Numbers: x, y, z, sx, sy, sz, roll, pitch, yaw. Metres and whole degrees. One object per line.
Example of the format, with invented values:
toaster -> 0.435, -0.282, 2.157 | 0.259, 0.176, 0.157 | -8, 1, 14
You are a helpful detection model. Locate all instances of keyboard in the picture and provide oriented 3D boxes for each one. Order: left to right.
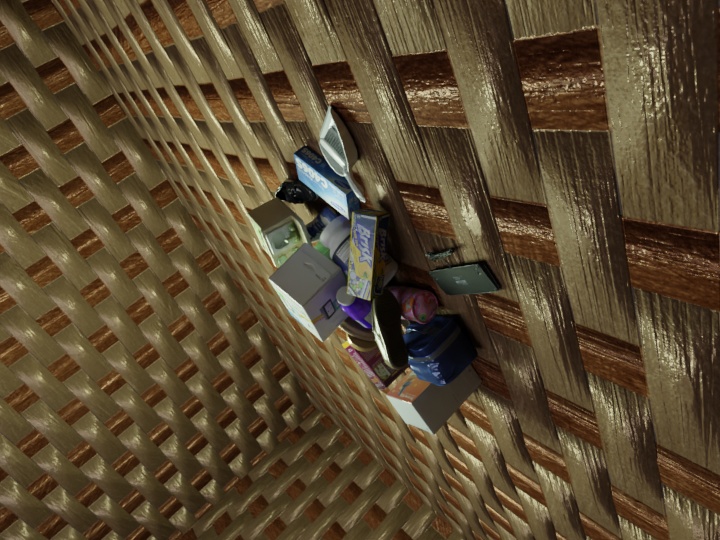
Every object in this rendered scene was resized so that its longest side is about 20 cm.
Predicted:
keyboard -> 0.204, 0.000, 1.101 | 0.127, 0.021, 0.200 | 50, 159, -12

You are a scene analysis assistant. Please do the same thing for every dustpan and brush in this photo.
dustpan and brush -> -0.037, -0.241, 1.141 | 0.201, 0.057, 0.140 | 50, 159, 3

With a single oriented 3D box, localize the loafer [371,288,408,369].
loafer -> 0.063, 0.147, 1.275 | 0.067, 0.075, 0.203 | 140, 125, -58

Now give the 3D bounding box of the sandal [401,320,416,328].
sandal -> 0.077, 0.114, 1.501 | 0.200, 0.054, 0.082 | 43, 158, 20

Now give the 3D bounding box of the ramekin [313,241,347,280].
ramekin -> -0.093, 0.004, 1.611 | 0.200, 0.097, 0.201 | 42, 157, 22

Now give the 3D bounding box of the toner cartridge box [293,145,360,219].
toner cartridge box -> -0.084, -0.222, 1.297 | 0.200, 0.043, 0.095 | 40, 158, 26

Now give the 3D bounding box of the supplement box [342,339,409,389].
supplement box -> 0.055, 0.272, 1.707 | 0.201, 0.131, 0.103 | 50, 161, 4

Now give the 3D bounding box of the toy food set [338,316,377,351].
toy food set -> 0.014, 0.147, 1.519 | 0.200, 0.196, 0.049 | 41, 129, 33

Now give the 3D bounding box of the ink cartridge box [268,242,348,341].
ink cartridge box -> -0.125, 0.060, 1.405 | 0.146, 0.146, 0.201 | 35, 160, 31

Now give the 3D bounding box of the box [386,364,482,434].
box -> 0.195, 0.316, 1.386 | 0.107, 0.200, 0.152 | 54, 158, -11

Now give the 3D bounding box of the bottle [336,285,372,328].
bottle -> -0.007, 0.092, 1.349 | 0.084, 0.065, 0.200 | 49, -179, 28

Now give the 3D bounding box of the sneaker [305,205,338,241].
sneaker -> -0.117, -0.117, 1.476 | 0.076, 0.088, 0.200 | 53, 158, -1

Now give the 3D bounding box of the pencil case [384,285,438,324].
pencil case -> 0.117, 0.086, 1.336 | 0.088, 0.087, 0.199 | 56, 159, -15

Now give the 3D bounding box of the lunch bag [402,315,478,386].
lunch bag -> 0.179, 0.187, 1.299 | 0.133, 0.135, 0.200 | 54, 160, -9

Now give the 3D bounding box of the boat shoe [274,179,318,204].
boat shoe -> -0.191, -0.221, 1.486 | 0.199, 0.066, 0.075 | 24, 147, 51

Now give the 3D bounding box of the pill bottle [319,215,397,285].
pill bottle -> -0.007, -0.041, 1.336 | 0.200, 0.115, 0.116 | 46, 159, 15

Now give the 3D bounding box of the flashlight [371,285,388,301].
flashlight -> 0.000, 0.000, 1.468 | 0.201, 0.068, 0.068 | 51, -173, 13

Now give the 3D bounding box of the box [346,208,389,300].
box -> 0.018, -0.039, 1.212 | 0.069, 0.064, 0.203 | 14, 111, 29

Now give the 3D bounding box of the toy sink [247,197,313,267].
toy sink -> -0.229, -0.100, 1.477 | 0.200, 0.111, 0.131 | 42, 157, 49
